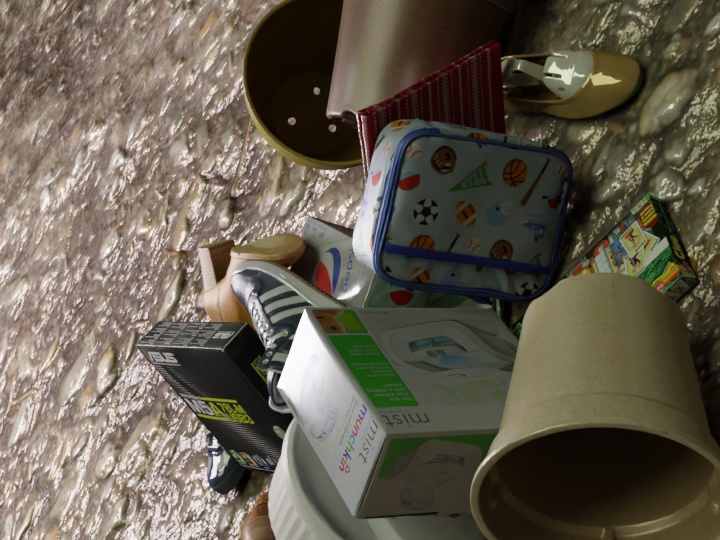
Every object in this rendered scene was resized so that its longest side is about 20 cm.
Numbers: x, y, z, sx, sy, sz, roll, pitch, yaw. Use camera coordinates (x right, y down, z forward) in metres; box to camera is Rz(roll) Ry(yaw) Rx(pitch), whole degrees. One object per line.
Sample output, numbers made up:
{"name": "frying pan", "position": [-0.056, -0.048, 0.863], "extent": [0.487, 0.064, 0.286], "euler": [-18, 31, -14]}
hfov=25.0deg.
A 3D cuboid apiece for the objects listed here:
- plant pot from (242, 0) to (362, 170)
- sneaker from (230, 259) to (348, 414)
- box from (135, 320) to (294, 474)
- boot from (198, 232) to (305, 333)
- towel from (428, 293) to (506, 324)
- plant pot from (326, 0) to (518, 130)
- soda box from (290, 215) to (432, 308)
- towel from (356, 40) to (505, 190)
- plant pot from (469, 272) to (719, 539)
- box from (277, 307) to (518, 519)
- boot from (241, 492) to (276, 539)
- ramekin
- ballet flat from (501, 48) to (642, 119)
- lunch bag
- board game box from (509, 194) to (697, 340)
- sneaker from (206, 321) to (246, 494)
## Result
{"name": "plant pot", "position": [-0.042, -0.196, 1.824], "extent": [0.142, 0.200, 0.200], "euler": [135, 151, -74]}
{"name": "sneaker", "position": [-0.080, 0.064, 1.543], "extent": [0.200, 0.070, 0.108], "euler": [27, 58, 38]}
{"name": "box", "position": [-0.123, 0.136, 1.706], "extent": [0.048, 0.193, 0.200], "euler": [-50, 25, -24]}
{"name": "boot", "position": [-0.101, 0.039, 1.692], "extent": [0.201, 0.071, 0.144], "euler": [-2, 105, 58]}
{"name": "towel", "position": [0.089, 0.042, 1.600], "extent": [0.152, 0.023, 0.200], "euler": [-33, 45, 44]}
{"name": "plant pot", "position": [0.060, -0.235, 1.681], "extent": [0.200, 0.200, 0.199], "euler": [13, 89, 58]}
{"name": "soda box", "position": [0.000, 0.000, 1.609], "extent": [0.200, 0.068, 0.064], "euler": [29, 102, 64]}
{"name": "towel", "position": [0.072, -0.121, 1.538], "extent": [0.022, 0.200, 0.145], "euler": [19, 128, 39]}
{"name": "plant pot", "position": [0.190, 0.111, 1.266], "extent": [0.200, 0.200, 0.184], "euler": [-39, 29, 38]}
{"name": "box", "position": [0.058, 0.120, 1.395], "extent": [0.177, 0.200, 0.097], "euler": [54, 134, 48]}
{"name": "boot", "position": [-0.074, 0.326, 1.614], "extent": [0.155, 0.074, 0.200], "euler": [-105, 8, -79]}
{"name": "ramekin", "position": [0.009, 0.209, 1.457], "extent": [0.094, 0.202, 0.203], "euler": [-56, 31, 40]}
{"name": "ballet flat", "position": [0.184, -0.182, 1.561], "extent": [0.200, 0.063, 0.069], "euler": [1, 69, 57]}
{"name": "lunch bag", "position": [0.098, -0.049, 1.477], "extent": [0.076, 0.200, 0.161], "euler": [29, 109, 64]}
{"name": "board game box", "position": [0.206, 0.034, 1.427], "extent": [0.200, 0.023, 0.105], "euler": [-47, 38, 29]}
{"name": "sneaker", "position": [-0.161, 0.152, 1.853], "extent": [0.070, 0.082, 0.200], "euler": [-21, 53, 49]}
